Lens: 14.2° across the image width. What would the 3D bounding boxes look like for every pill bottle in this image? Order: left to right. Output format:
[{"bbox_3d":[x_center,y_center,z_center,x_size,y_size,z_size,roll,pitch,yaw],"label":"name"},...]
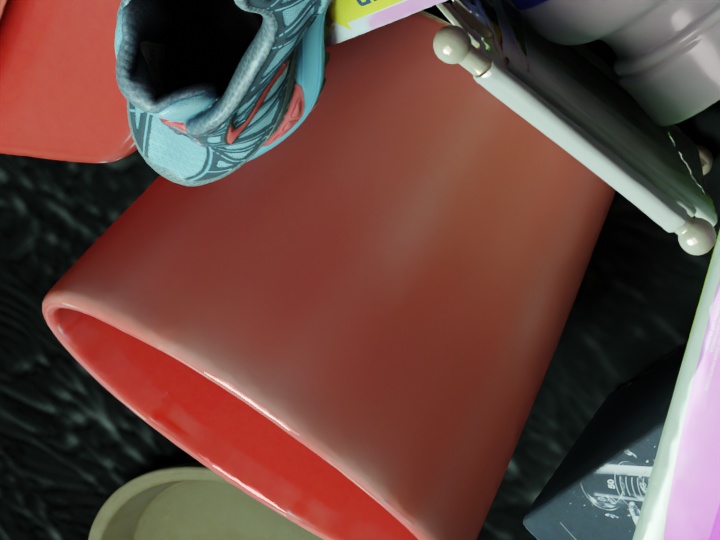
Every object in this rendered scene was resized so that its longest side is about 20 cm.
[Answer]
[{"bbox_3d":[0.083,-0.156,1.081,0.112,0.112,0.200,-30,102,42],"label":"pill bottle"}]

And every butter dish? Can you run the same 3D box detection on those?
[{"bbox_3d":[-0.091,-0.130,1.183,0.147,0.201,0.200,18,134,-10],"label":"butter dish"}]

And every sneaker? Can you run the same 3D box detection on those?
[{"bbox_3d":[-0.058,-0.084,0.998,0.079,0.095,0.200,43,147,8],"label":"sneaker"}]

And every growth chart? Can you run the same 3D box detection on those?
[{"bbox_3d":[0.082,-0.067,1.097,0.145,0.200,0.018,39,103,-4],"label":"growth chart"}]

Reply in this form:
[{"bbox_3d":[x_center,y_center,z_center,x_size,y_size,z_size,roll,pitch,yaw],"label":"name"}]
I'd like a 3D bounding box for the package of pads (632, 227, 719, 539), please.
[{"bbox_3d":[0.194,0.050,1.063,0.154,0.068,0.201,15,109,6],"label":"package of pads"}]

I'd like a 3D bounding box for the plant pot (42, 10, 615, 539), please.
[{"bbox_3d":[0.000,0.000,1.168,0.200,0.178,0.201,32,167,8],"label":"plant pot"}]

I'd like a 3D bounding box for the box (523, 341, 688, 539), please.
[{"bbox_3d":[0.206,0.109,1.201,0.200,0.104,0.182,46,134,-4],"label":"box"}]

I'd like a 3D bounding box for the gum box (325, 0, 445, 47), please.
[{"bbox_3d":[-0.006,-0.149,1.021,0.200,0.066,0.114,-15,114,54],"label":"gum box"}]

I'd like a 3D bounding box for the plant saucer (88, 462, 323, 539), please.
[{"bbox_3d":[-0.047,0.175,1.457,0.199,0.029,0.201,16,129,21],"label":"plant saucer"}]
